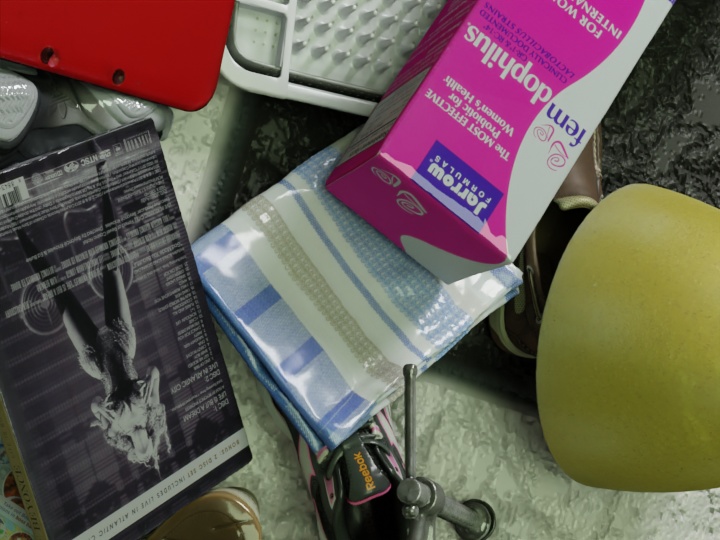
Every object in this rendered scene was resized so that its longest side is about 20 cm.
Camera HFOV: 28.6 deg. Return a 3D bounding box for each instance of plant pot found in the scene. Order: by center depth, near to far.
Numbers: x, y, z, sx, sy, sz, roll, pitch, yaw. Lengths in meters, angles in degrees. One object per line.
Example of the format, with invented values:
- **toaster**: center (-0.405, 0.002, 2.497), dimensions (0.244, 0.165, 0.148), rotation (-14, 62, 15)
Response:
- **plant pot**: center (0.225, 0.054, 0.887), dimensions (0.199, 0.141, 0.203), rotation (-14, 109, -46)

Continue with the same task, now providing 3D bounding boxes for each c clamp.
- **c clamp**: center (0.053, 0.168, 0.852), dimensions (0.027, 0.200, 0.173), rotation (0, 69, 18)

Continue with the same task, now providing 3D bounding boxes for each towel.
- **towel**: center (0.000, 0.000, 0.845), dimensions (0.200, 0.024, 0.147), rotation (-37, 89, -38)

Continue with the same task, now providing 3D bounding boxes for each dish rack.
- **dish rack**: center (-0.001, -0.179, 0.881), dimensions (0.198, 0.043, 0.174), rotation (10, 84, -23)

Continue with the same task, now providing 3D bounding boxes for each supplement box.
- **supplement box**: center (0.082, -0.105, 0.832), dimensions (0.101, 0.103, 0.201), rotation (36, 74, -11)

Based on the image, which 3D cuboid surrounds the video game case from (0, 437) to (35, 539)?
- **video game case**: center (-0.218, 0.140, 0.700), dimensions (0.142, 0.018, 0.201), rotation (31, 48, 4)

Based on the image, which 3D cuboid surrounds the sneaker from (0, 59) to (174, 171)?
- **sneaker**: center (-0.184, -0.055, 0.764), dimensions (0.199, 0.075, 0.115), rotation (-7, 123, -62)

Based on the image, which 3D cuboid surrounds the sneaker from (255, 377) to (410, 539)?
- **sneaker**: center (-0.004, 0.105, 0.847), dimensions (0.080, 0.086, 0.202), rotation (-24, 99, -9)

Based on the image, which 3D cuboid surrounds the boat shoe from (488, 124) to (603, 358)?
- **boat shoe**: center (0.135, -0.044, 0.923), dimensions (0.074, 0.075, 0.205), rotation (5, 88, -23)

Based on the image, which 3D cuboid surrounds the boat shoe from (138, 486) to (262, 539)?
- **boat shoe**: center (-0.137, 0.194, 0.805), dimensions (0.199, 0.065, 0.072), rotation (-40, 92, 1)

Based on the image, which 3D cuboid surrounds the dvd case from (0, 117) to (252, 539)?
- **dvd case**: center (-0.133, 0.037, 0.729), dimensions (0.148, 0.016, 0.202), rotation (-30, 108, -49)

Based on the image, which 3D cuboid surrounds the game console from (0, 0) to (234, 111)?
- **game console**: center (-0.158, -0.198, 0.753), dimensions (0.119, 0.173, 0.199), rotation (-51, 148, 19)
